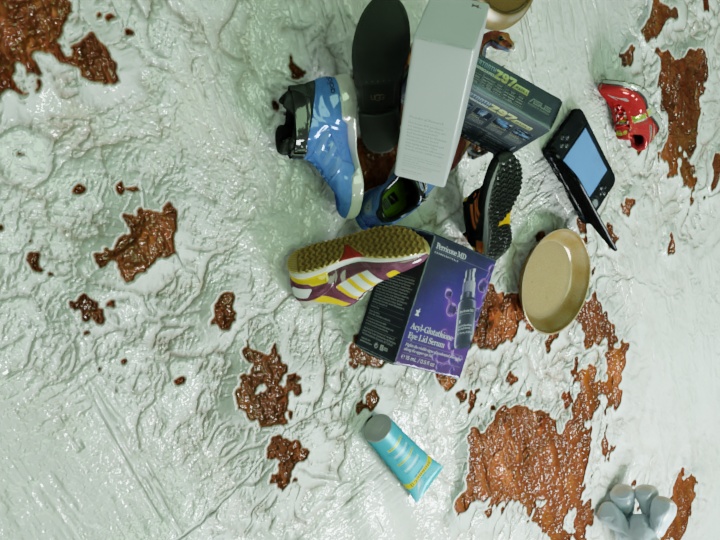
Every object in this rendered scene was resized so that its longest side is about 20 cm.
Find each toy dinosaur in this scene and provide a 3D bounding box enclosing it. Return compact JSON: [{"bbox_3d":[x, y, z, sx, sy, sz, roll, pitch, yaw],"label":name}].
[{"bbox_3d":[0.191,-0.266,1.014,0.199,0.105,0.183,-28,112,-26],"label":"toy dinosaur"}]

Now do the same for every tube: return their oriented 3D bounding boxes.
[{"bbox_3d":[0.073,0.312,1.092,0.077,0.050,0.200,-45,128,-11],"label":"tube"}]

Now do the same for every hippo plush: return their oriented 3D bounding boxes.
[{"bbox_3d":[0.654,0.595,1.493,0.159,0.200,0.161,-35,129,0],"label":"hippo plush"}]

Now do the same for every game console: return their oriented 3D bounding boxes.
[{"bbox_3d":[0.430,-0.168,1.200,0.176,0.116,0.200,-52,125,-15],"label":"game console"}]

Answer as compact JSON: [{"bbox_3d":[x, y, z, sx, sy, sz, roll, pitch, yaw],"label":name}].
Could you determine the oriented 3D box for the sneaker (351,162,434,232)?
[{"bbox_3d":[0.077,-0.125,0.961,0.200,0.089,0.079,-47,111,-22],"label":"sneaker"}]

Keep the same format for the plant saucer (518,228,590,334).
[{"bbox_3d":[0.360,0.019,1.239,0.199,0.035,0.203,-8,104,-34],"label":"plant saucer"}]

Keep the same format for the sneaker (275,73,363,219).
[{"bbox_3d":[-0.059,-0.155,0.877,0.110,0.077,0.202,-12,126,-13],"label":"sneaker"}]

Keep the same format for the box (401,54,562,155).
[{"bbox_3d":[0.156,-0.238,0.914,0.199,0.158,0.051,26,82,-7],"label":"box"}]

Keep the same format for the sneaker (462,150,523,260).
[{"bbox_3d":[0.192,-0.106,1.026,0.070,0.090,0.201,-29,139,-25],"label":"sneaker"}]

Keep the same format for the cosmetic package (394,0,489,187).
[{"bbox_3d":[0.095,-0.213,0.795,0.201,0.071,0.102,97,11,-50],"label":"cosmetic package"}]

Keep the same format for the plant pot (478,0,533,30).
[{"bbox_3d":[0.223,-0.487,1.036,0.198,0.027,0.202,-8,105,-34],"label":"plant pot"}]

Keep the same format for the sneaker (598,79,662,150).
[{"bbox_3d":[0.517,-0.296,1.264,0.199,0.077,0.086,28,88,-36],"label":"sneaker"}]

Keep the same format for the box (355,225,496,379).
[{"bbox_3d":[0.102,0.049,1.015,0.147,0.104,0.202,17,90,-36],"label":"box"}]

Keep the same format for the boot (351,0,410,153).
[{"bbox_3d":[0.027,-0.258,0.864,0.068,0.174,0.202,5,115,2],"label":"boot"}]

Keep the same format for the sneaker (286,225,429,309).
[{"bbox_3d":[0.000,0.000,0.919,0.198,0.075,0.091,-9,131,1],"label":"sneaker"}]
